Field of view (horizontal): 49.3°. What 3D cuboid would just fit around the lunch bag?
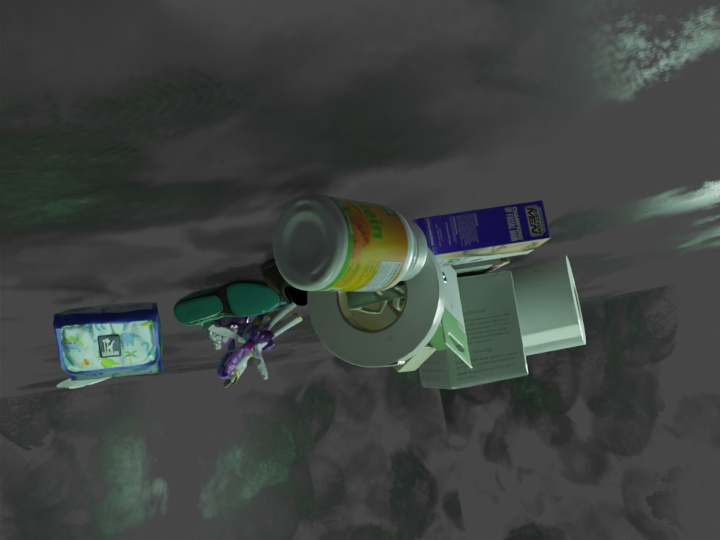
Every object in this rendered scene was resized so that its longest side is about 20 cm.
[{"bbox_3d":[-0.432,0.115,1.365,0.168,0.129,0.200,-5,156,-15],"label":"lunch bag"}]

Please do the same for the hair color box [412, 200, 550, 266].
[{"bbox_3d":[0.171,-0.050,1.184,0.197,0.066,0.109,-10,170,-9],"label":"hair color box"}]

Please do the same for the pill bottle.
[{"bbox_3d":[-0.004,-0.030,0.975,0.110,0.112,0.199,-17,168,36],"label":"pill bottle"}]

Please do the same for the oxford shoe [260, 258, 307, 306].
[{"bbox_3d":[-0.112,0.019,1.228,0.072,0.085,0.200,-9,172,-16],"label":"oxford shoe"}]

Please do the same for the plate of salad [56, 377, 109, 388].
[{"bbox_3d":[-0.750,0.284,2.194,0.198,0.049,0.200,-20,172,-3],"label":"plate of salad"}]

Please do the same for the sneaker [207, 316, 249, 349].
[{"bbox_3d":[-0.271,0.108,1.610,0.087,0.081,0.200,-16,170,-10],"label":"sneaker"}]

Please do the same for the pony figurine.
[{"bbox_3d":[-0.201,0.127,1.477,0.200,0.166,0.193,-48,166,-15],"label":"pony figurine"}]

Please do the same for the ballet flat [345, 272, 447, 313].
[{"bbox_3d":[0.045,0.033,1.211,0.198,0.065,0.067,-2,-163,-32],"label":"ballet flat"}]

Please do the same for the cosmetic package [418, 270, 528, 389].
[{"bbox_3d":[0.204,0.117,1.529,0.163,0.203,0.165,-8,175,-18],"label":"cosmetic package"}]

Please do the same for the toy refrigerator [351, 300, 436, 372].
[{"bbox_3d":[0.039,0.081,1.369,0.070,0.201,0.076,-46,158,17],"label":"toy refrigerator"}]

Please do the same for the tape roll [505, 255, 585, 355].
[{"bbox_3d":[0.415,0.079,1.756,0.138,0.205,0.202,-12,170,17],"label":"tape roll"}]

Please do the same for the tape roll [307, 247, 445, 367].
[{"bbox_3d":[0.021,0.035,1.103,0.201,0.205,0.037,-13,170,19],"label":"tape roll"}]

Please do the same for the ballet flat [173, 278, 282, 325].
[{"bbox_3d":[-0.229,0.048,1.377,0.198,0.068,0.070,-11,-166,8],"label":"ballet flat"}]

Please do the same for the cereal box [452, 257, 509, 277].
[{"bbox_3d":[0.166,-0.005,1.496,0.198,0.040,0.144,-8,171,-14],"label":"cereal box"}]

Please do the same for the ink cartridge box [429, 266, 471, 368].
[{"bbox_3d":[0.128,0.067,1.321,0.059,0.202,0.104,-22,140,22],"label":"ink cartridge box"}]
